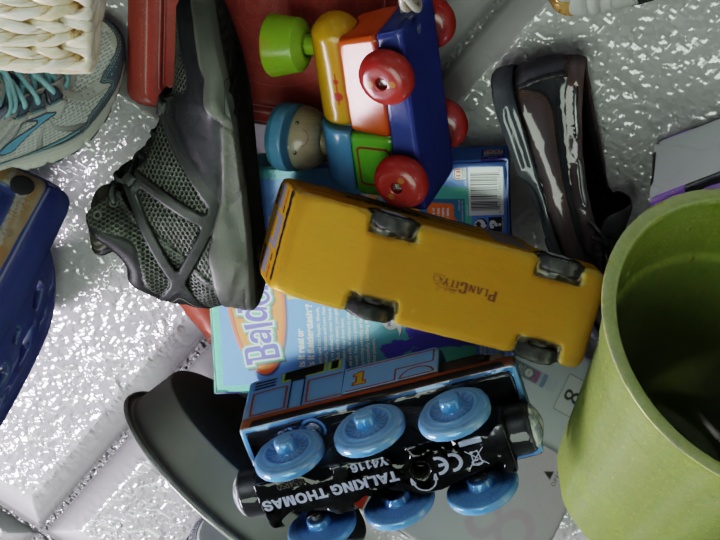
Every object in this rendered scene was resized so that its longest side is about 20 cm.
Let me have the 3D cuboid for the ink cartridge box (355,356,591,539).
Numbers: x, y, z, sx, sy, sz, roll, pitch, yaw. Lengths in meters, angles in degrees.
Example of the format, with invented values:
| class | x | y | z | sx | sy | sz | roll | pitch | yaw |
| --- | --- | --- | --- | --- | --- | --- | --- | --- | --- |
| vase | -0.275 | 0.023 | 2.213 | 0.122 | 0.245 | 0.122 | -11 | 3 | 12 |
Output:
| class | x | y | z | sx | sy | sz | roll | pitch | yaw |
| --- | --- | --- | --- | --- | --- | --- | --- | --- | --- |
| ink cartridge box | 0.056 | 0.100 | 1.344 | 0.199 | 0.057 | 0.164 | 28 | 85 | -12 |

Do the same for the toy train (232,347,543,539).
| class | x | y | z | sx | sy | sz | roll | pitch | yaw |
| --- | --- | --- | --- | --- | --- | --- | --- | --- | --- |
| toy train | 0.017 | 0.102 | 1.248 | 0.198 | 0.115 | 0.087 | -15 | 120 | 13 |

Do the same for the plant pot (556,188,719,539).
| class | x | y | z | sx | sy | sz | roll | pitch | yaw |
| --- | --- | --- | --- | --- | --- | --- | --- | --- | --- |
| plant pot | 0.203 | 0.086 | 1.206 | 0.198 | 0.201 | 0.190 | 22 | 144 | -4 |

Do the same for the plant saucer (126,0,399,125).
| class | x | y | z | sx | sy | sz | roll | pitch | yaw |
| --- | --- | --- | --- | --- | --- | --- | --- | --- | --- |
| plant saucer | -0.052 | -0.167 | 1.244 | 0.198 | 0.037 | 0.201 | 10 | 127 | 6 |

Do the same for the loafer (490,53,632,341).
| class | x | y | z | sx | sy | sz | roll | pitch | yaw |
| --- | --- | --- | --- | --- | --- | --- | --- | --- | --- |
| loafer | 0.142 | -0.044 | 1.269 | 0.062 | 0.072 | 0.201 | -17 | 116 | 17 |

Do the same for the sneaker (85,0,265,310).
| class | x | y | z | sx | sy | sz | roll | pitch | yaw |
| --- | --- | --- | --- | --- | --- | --- | --- | --- | --- |
| sneaker | -0.120 | -0.072 | 1.234 | 0.113 | 0.076 | 0.201 | 0 | 110 | 6 |

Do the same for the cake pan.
| class | x | y | z | sx | sy | sz | roll | pitch | yaw |
| --- | --- | --- | --- | --- | --- | --- | --- | --- | --- |
| cake pan | -0.073 | 0.138 | 1.375 | 0.200 | 0.200 | 0.037 | 37 | 99 | -14 |

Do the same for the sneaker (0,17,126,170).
| class | x | y | z | sx | sy | sz | roll | pitch | yaw |
| --- | --- | --- | --- | --- | --- | --- | --- | --- | --- |
| sneaker | -0.219 | -0.100 | 1.233 | 0.078 | 0.200 | 0.086 | 49 | 154 | 7 |

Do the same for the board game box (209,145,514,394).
| class | x | y | z | sx | sy | sz | roll | pitch | yaw |
| --- | --- | --- | --- | --- | --- | --- | --- | --- | --- |
| board game box | 0.000 | 0.000 | 1.303 | 0.198 | 0.045 | 0.154 | -1 | 105 | 5 |

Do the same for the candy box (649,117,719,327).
| class | x | y | z | sx | sy | sz | roll | pitch | yaw |
| --- | --- | --- | --- | --- | --- | --- | --- | --- | --- |
| candy box | 0.298 | -0.013 | 1.253 | 0.167 | 0.072 | 0.201 | -21 | 117 | 25 |

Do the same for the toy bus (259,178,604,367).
| class | x | y | z | sx | sy | sz | roll | pitch | yaw |
| --- | --- | --- | --- | --- | --- | --- | --- | --- | --- |
| toy bus | 0.043 | 0.002 | 1.223 | 0.198 | 0.078 | 0.066 | 14 | 97 | -12 |

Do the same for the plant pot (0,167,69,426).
| class | x | y | z | sx | sy | sz | roll | pitch | yaw |
| --- | --- | --- | --- | --- | --- | --- | --- | --- | --- |
| plant pot | -0.307 | 0.016 | 1.305 | 0.199 | 0.201 | 0.180 | 24 | 139 | -4 |

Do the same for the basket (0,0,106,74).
| class | x | y | z | sx | sy | sz | roll | pitch | yaw |
| --- | --- | --- | --- | --- | --- | --- | --- | --- | --- |
| basket | -0.229 | -0.229 | 1.130 | 0.198 | 0.199 | 0.162 | 1 | 131 | -2 |

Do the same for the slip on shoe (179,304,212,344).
| class | x | y | z | sx | sy | sz | roll | pitch | yaw |
| --- | --- | --- | --- | --- | --- | --- | --- | --- | --- |
| slip on shoe | -0.090 | 0.017 | 1.365 | 0.200 | 0.061 | 0.074 | 42 | 124 | -16 |

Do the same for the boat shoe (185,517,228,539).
| class | x | y | z | sx | sy | sz | roll | pitch | yaw |
| --- | --- | --- | --- | --- | --- | --- | --- | --- | --- |
| boat shoe | -0.046 | 0.247 | 1.519 | 0.199 | 0.069 | 0.057 | 33 | 144 | -9 |

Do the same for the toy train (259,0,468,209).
| class | x | y | z | sx | sy | sz | roll | pitch | yaw |
| --- | --- | --- | --- | --- | --- | --- | --- | --- | --- |
| toy train | -0.009 | -0.137 | 1.191 | 0.115 | 0.085 | 0.202 | 7 | 127 | 23 |

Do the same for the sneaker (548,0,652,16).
| class | x | y | z | sx | sy | sz | roll | pitch | yaw |
| --- | --- | --- | --- | --- | --- | --- | --- | --- | --- |
| sneaker | 0.150 | -0.241 | 1.138 | 0.087 | 0.076 | 0.201 | -4 | 128 | -4 |
